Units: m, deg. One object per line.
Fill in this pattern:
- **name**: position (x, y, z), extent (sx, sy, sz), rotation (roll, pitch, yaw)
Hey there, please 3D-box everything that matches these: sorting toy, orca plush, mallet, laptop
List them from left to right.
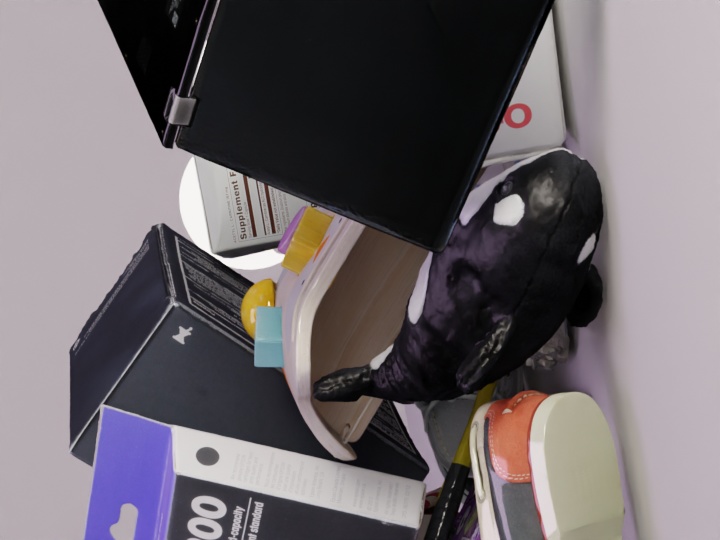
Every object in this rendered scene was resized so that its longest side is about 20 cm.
- **laptop**: position (-0.020, -0.143, 0.800), extent (0.201, 0.115, 0.188), rotation (61, 140, 42)
- **sorting toy**: position (0.000, 0.000, 1.001), extent (0.201, 0.106, 0.180), rotation (-59, -1, 1)
- **orca plush**: position (0.042, 0.026, 0.860), extent (0.105, 0.200, 0.071), rotation (41, -138, -19)
- **mallet**: position (0.062, 0.112, 1.103), extent (0.066, 0.041, 0.201), rotation (119, 171, -83)

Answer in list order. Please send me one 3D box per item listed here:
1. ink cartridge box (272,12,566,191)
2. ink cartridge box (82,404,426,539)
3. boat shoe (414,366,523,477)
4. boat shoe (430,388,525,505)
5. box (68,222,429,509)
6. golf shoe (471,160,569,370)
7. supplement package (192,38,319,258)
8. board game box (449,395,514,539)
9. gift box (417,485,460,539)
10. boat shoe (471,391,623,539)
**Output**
- **ink cartridge box**: position (0.013, -0.150, 0.877), extent (0.083, 0.144, 0.202), rotation (-102, 3, -73)
- **ink cartridge box**: position (-0.076, 0.186, 1.101), extent (0.044, 0.198, 0.199), rotation (-74, -3, -53)
- **boat shoe**: position (0.062, 0.035, 1.176), extent (0.065, 0.074, 0.204), rotation (-12, -76, -67)
- **boat shoe**: position (0.075, 0.068, 1.246), extent (0.071, 0.071, 0.201), rotation (75, -175, -58)
- **box**: position (-0.081, 0.091, 1.197), extent (0.199, 0.124, 0.198), rotation (34, -173, -15)
- **golf shoe**: position (0.084, -0.005, 0.988), extent (0.200, 0.078, 0.098), rotation (95, -174, -74)
- **supplement package**: position (-0.019, -0.097, 1.313), extent (0.191, 0.198, 0.148), rotation (171, 89, -89)
- **board game box**: position (0.085, 0.132, 1.059), extent (0.200, 0.032, 0.121), rotation (115, 176, -86)
- **gift box**: position (0.041, 0.265, 1.281), extent (0.184, 0.199, 0.188), rotation (-36, 58, 40)
- **boat shoe**: position (0.091, 0.159, 0.874), extent (0.062, 0.071, 0.202), rotation (-11, 85, 48)
